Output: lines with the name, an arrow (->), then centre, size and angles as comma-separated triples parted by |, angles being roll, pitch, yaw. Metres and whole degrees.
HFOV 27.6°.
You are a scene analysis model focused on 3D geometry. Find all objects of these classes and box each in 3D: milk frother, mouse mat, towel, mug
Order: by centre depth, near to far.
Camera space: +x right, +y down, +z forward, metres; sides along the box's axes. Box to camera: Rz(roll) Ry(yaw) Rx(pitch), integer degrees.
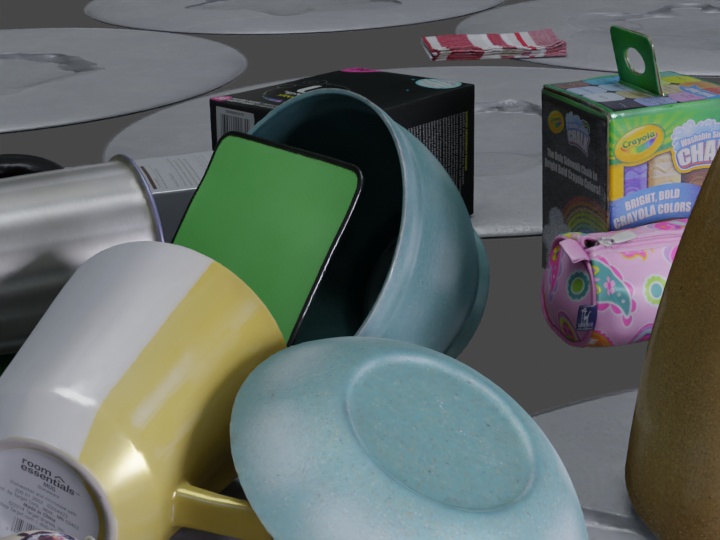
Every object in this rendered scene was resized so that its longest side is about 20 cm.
mug -> -0.117, 0.079, 0.774 | 0.185, 0.150, 0.153 | -17, 19, 28
milk frother -> -0.230, -0.052, 0.901 | 0.187, 0.201, 0.181 | -12, 53, -28
mouse mat -> -0.083, 0.012, 0.930 | 0.008, 0.201, 0.160 | 28, -5, -41
towel -> 0.193, -0.332, 2.146 | 0.198, 0.023, 0.144 | -3, 18, -3

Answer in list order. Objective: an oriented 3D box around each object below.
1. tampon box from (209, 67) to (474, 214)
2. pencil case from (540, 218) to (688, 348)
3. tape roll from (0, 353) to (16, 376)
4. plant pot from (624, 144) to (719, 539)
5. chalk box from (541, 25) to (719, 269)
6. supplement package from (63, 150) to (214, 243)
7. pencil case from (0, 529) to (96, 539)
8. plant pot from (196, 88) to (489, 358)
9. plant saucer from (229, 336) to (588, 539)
tampon box -> -0.013, -0.101, 1.318 | 0.149, 0.127, 0.199 | 15, 25, 39
pencil case -> 0.228, 0.003, 1.055 | 0.198, 0.088, 0.087 | -7, 19, -18
tape roll -> -0.307, 0.076, 0.949 | 0.198, 0.049, 0.201 | -1, 19, 0
plant pot -> 0.228, 0.027, 0.756 | 0.185, 0.202, 0.187 | -5, 29, 3
chalk box -> 0.219, -0.087, 1.141 | 0.123, 0.202, 0.124 | -7, 19, -16
supplement package -> -0.171, -0.017, 1.109 | 0.198, 0.115, 0.110 | -8, 19, -15
pencil case -> -0.126, 0.177, 0.583 | 0.089, 0.078, 0.200 | -26, 22, -4
plant pot -> 0.000, 0.000, 0.961 | 0.134, 0.202, 0.200 | 23, -1, -41
plant saucer -> 0.034, 0.092, 0.737 | 0.199, 0.039, 0.202 | 19, 34, -13
